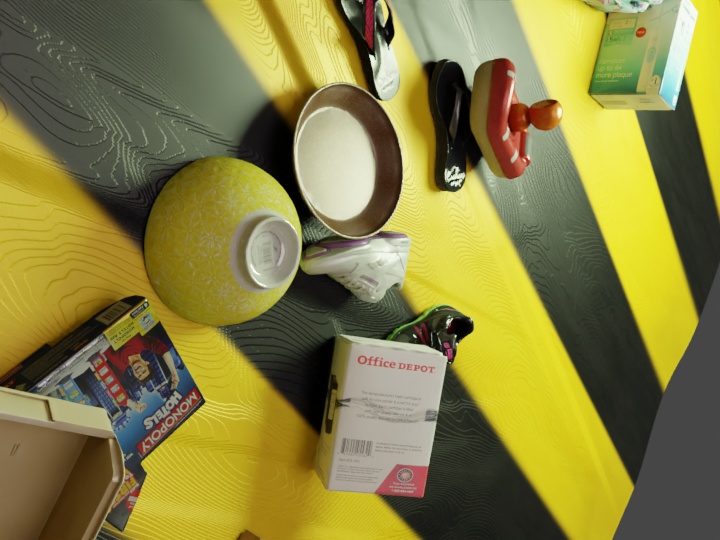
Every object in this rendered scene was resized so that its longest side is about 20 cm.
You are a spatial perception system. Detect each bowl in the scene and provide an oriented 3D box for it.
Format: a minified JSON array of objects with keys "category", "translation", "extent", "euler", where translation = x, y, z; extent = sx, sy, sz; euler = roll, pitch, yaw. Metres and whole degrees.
[{"category":"bowl","translation":[-0.132,-0.026,0.872],"extent":[0.199,0.107,0.203],"euler":[-13,108,-44]}]

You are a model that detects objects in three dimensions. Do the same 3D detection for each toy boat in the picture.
[{"category":"toy boat","translation":[0.247,-0.238,1.182],"extent":[0.200,0.129,0.132],"euler":[49,43,-50]}]

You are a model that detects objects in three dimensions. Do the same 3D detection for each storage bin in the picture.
[{"category":"storage bin","translation":[-0.336,0.205,0.655],"extent":[0.199,0.094,0.200],"euler":[22,102,-37]}]

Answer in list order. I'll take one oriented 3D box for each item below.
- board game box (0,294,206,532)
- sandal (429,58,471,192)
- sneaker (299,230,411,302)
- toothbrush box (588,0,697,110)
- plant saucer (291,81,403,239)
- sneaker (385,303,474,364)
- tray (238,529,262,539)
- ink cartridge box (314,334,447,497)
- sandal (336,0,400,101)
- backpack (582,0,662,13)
[{"category":"board game box","translation":[-0.269,0.161,0.800],"extent":[0.200,0.061,0.202],"euler":[-42,127,-32]},{"category":"sandal","translation":[0.148,-0.222,1.172],"extent":[0.076,0.043,0.203],"euler":[-23,115,-41]},{"category":"sneaker","translation":[0.000,0.000,1.040],"extent":[0.199,0.074,0.101],"euler":[-7,103,-45]},{"category":"toothbrush box","translation":[0.545,-0.420,1.475],"extent":[0.085,0.145,0.203],"euler":[20,85,-47]},{"category":"plant saucer","translation":[-0.022,-0.141,0.997],"extent":[0.199,0.036,0.203],"euler":[3,85,-46]},{"category":"sneaker","translation":[0.101,0.115,1.165],"extent":[0.200,0.083,0.077],"euler":[-39,124,-34]},{"category":"tray","translation":[-0.176,0.447,0.979],"extent":[0.200,0.037,0.099],"euler":[-51,131,-26]},{"category":"ink cartridge box","translation":[0.026,0.199,1.063],"extent":[0.143,0.084,0.203],"euler":[9,93,-16]},{"category":"sandal","translation":[0.022,-0.322,1.015],"extent":[0.075,0.045,0.202],"euler":[-44,127,-31]},{"category":"backpack","translation":[0.458,-0.556,1.354],"extent":[0.198,0.153,0.178],"euler":[0,104,-40]}]
